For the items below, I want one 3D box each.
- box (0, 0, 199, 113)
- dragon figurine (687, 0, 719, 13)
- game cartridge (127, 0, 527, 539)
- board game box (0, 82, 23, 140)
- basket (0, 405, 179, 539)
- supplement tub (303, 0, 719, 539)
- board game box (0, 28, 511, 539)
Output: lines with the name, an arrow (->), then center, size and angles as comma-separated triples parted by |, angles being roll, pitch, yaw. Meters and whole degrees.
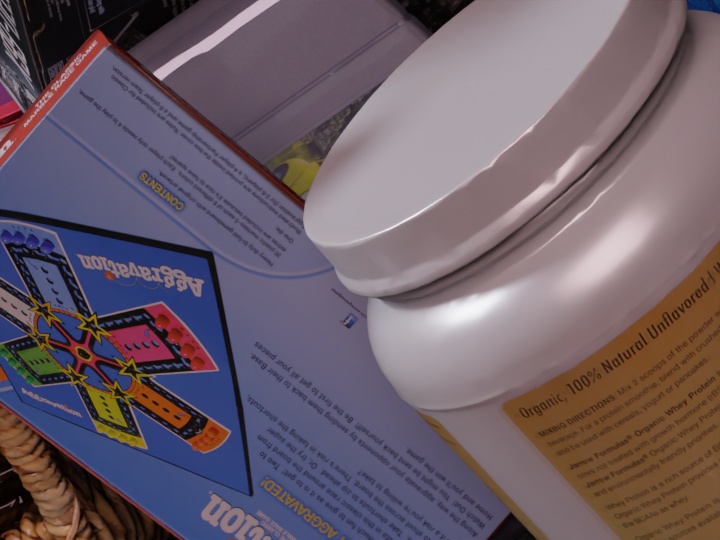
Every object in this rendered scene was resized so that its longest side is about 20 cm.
box -> -0.052, -0.131, 0.938 | 0.158, 0.200, 0.050 | -34, 69, -12
dragon figurine -> 0.101, -0.084, 0.971 | 0.099, 0.059, 0.200 | -20, 71, 12
game cartridge -> 0.000, 0.000, 0.950 | 0.133, 0.041, 0.200 | -36, 97, 3
board game box -> -0.107, -0.034, 1.037 | 0.158, 0.039, 0.200 | 23, 85, 22
basket -> -0.176, 0.090, 0.957 | 0.200, 0.149, 0.143 | -20, 86, 15
supplement tub -> 0.093, 0.018, 0.857 | 0.145, 0.145, 0.200 | -41, 109, 4
board game box -> -0.037, 0.029, 0.893 | 0.103, 0.200, 0.019 | -49, 24, 2
